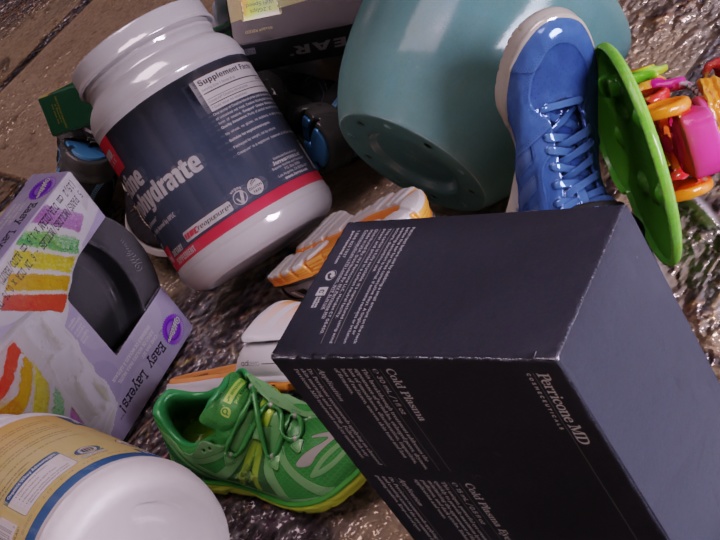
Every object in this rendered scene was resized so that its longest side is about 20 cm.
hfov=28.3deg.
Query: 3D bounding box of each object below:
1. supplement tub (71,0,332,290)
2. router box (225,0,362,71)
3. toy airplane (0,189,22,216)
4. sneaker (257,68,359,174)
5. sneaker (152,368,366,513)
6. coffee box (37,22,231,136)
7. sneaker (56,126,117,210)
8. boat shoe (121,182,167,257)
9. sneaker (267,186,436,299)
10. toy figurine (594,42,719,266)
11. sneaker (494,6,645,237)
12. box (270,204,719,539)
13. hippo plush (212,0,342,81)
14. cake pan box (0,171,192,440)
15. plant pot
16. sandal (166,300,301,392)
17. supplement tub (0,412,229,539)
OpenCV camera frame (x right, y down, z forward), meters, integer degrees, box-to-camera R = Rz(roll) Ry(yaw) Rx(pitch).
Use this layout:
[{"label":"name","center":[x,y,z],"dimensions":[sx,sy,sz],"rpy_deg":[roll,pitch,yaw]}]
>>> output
[{"label":"supplement tub","center":[-0.127,-0.099,1.142],"dimensions":[0.140,0.201,0.140],"rpy_deg":[-32,-2,-1]},{"label":"router box","center":[-0.020,-0.265,1.216],"dimensions":[0.199,0.052,0.158],"rpy_deg":[-12,71,0]},{"label":"toy airplane","center":[-0.293,0.036,1.233],"dimensions":[0.200,0.141,0.199],"rpy_deg":[-40,-5,9]},{"label":"sneaker","center":[-0.034,-0.133,1.251],"dimensions":[0.082,0.074,0.200],"rpy_deg":[-16,27,-19]},{"label":"sneaker","center":[-0.066,0.113,0.967],"dimensions":[0.199,0.084,0.074],"rpy_deg":[-5,44,37]},{"label":"coffee box","center":[-0.192,-0.179,1.315],"dimensions":[0.199,0.044,0.123],"rpy_deg":[-10,18,43]},{"label":"sneaker","center":[-0.272,-0.102,1.408],"dimensions":[0.200,0.073,0.082],"rpy_deg":[-100,23,-72]},{"label":"boat shoe","center":[-0.181,-0.079,1.301],"dimensions":[0.073,0.061,0.200],"rpy_deg":[-7,31,-10]},{"label":"sneaker","center":[0.000,0.000,1.059],"dimensions":[0.078,0.077,0.200],"rpy_deg":[-49,18,-26]},{"label":"toy figurine","center":[0.259,-0.107,0.943],"dimensions":[0.183,0.151,0.200],"rpy_deg":[-18,11,2]},{"label":"sneaker","center":[0.138,-0.059,0.910],"dimensions":[0.076,0.201,0.111],"rpy_deg":[-11,34,-21]},{"label":"box","center":[0.087,0.073,0.778],"dimensions":[0.181,0.200,0.104],"rpy_deg":[-1,47,40]},{"label":"hippo plush","center":[-0.060,-0.270,1.364],"dimensions":[0.161,0.159,0.200],"rpy_deg":[-63,2,-30]},{"label":"cake pan box","center":[-0.232,0.052,1.093],"dimensions":[0.052,0.185,0.200],"rpy_deg":[0,45,37]},{"label":"plant pot","center":[0.076,-0.143,1.060],"dimensions":[0.200,0.201,0.161],"rpy_deg":[13,67,48]},{"label":"sandal","center":[-0.066,0.054,1.032],"dimensions":[0.206,0.060,0.079],"rpy_deg":[-11,4,33]},{"label":"supplement tub","center":[-0.197,0.176,0.951],"dimensions":[0.199,0.145,0.145],"rpy_deg":[12,56,47]}]
